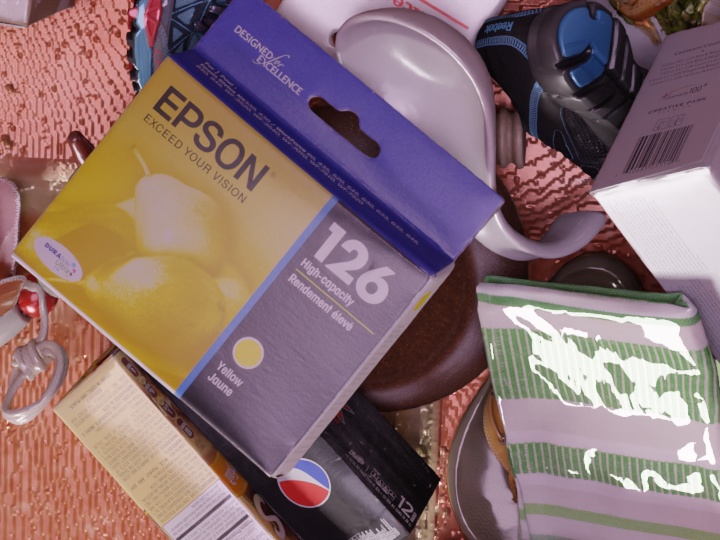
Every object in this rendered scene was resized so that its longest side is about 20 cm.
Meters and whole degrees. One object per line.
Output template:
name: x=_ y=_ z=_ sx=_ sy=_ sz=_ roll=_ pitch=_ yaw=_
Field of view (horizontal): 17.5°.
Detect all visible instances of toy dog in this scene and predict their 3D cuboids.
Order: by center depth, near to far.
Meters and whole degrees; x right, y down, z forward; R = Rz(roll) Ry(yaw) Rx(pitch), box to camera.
toy dog: x=-0.189 y=-0.019 z=1.397 sx=0.200 sy=0.132 sz=0.096 roll=-45 pitch=127 yaw=3

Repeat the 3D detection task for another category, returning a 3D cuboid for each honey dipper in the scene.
honey dipper: x=-0.001 y=-0.079 z=1.409 sx=0.199 sy=0.038 sz=0.038 roll=0 pitch=101 yaw=6

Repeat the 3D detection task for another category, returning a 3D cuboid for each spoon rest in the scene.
spoon rest: x=0.060 y=-0.072 z=1.324 sx=0.200 sy=0.099 sz=0.061 roll=46 pitch=60 yaw=-26

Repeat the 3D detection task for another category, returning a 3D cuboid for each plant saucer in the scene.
plant saucer: x=0.000 y=0.000 z=1.404 sx=0.200 sy=0.037 sz=0.201 roll=4 pitch=112 yaw=10

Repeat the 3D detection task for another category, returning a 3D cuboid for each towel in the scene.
towel: x=0.144 y=0.101 z=1.348 sx=0.152 sy=0.023 sz=0.201 roll=5 pitch=116 yaw=35

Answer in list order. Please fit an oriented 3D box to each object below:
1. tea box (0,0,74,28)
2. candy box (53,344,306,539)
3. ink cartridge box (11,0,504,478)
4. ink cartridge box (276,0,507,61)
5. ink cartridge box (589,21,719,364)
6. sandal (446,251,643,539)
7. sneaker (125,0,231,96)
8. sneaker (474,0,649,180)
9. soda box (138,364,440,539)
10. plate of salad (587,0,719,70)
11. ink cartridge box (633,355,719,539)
tea box: x=-0.254 y=-0.259 z=1.345 sx=0.196 sy=0.134 sz=0.201 roll=12 pitch=102 yaw=3
candy box: x=-0.090 y=0.127 z=1.415 sx=0.055 sy=0.115 sz=0.200 roll=-41 pitch=95 yaw=12
ink cartridge box: x=-0.058 y=-0.023 z=1.303 sx=0.197 sy=0.047 sz=0.200 roll=39 pitch=98 yaw=8
ink cartridge box: x=0.043 y=-0.198 z=1.366 sx=0.116 sy=0.068 sz=0.200 roll=32 pitch=100 yaw=-2
ink cartridge box: x=0.241 y=-0.042 z=1.325 sx=0.084 sy=0.176 sz=0.200 roll=-12 pitch=128 yaw=43
sandal: x=0.111 y=0.083 z=1.422 sx=0.080 sy=0.054 sz=0.200 roll=25 pitch=102 yaw=-1
sneaker: x=-0.082 y=-0.180 z=1.375 sx=0.095 sy=0.079 sz=0.201 roll=12 pitch=102 yaw=0
sneaker: x=0.144 y=-0.089 z=1.363 sx=0.200 sy=0.082 sz=0.073 roll=47 pitch=63 yaw=-37
soda box: x=-0.046 y=0.083 z=1.387 sx=0.063 sy=0.071 sz=0.200 roll=-38 pitch=98 yaw=30
plate of salad: x=0.226 y=-0.159 z=1.346 sx=0.199 sy=0.048 sz=0.201 roll=-1 pitch=119 yaw=-1
ink cartridge box: x=0.228 y=0.135 z=1.397 sx=0.059 sy=0.104 sz=0.200 roll=-26 pitch=98 yaw=9
